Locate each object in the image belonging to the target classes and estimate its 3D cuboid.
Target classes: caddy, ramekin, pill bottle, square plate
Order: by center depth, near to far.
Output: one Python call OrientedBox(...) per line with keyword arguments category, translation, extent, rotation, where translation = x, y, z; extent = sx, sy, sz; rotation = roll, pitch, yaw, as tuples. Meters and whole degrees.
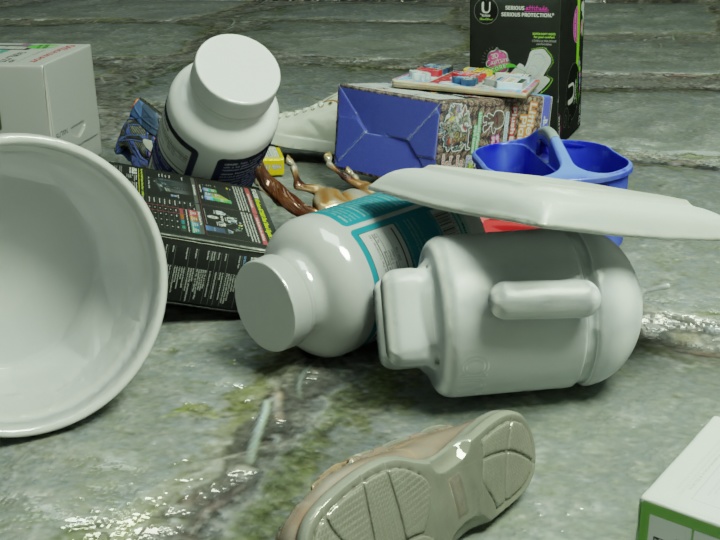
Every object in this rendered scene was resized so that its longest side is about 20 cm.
OrientedBox(category="ramekin", translation=(-0.242, 0.004, 0.760), extent=(0.199, 0.201, 0.105), rotation=(-12, 14, -26))
OrientedBox(category="square plate", translation=(0.138, -0.051, 0.800), extent=(0.197, 0.029, 0.200), rotation=(1, 10, -34))
OrientedBox(category="pill bottle", translation=(0.000, 0.000, 0.863), extent=(0.199, 0.111, 0.110), rotation=(-20, 27, -41))
OrientedBox(category="caddy", translation=(0.184, -0.087, 1.074), extent=(0.140, 0.106, 0.200), rotation=(-4, 17, -3))
OrientedBox(category="pill bottle", translation=(-0.144, -0.139, 1.095), extent=(0.110, 0.200, 0.112), rotation=(10, 59, -16))

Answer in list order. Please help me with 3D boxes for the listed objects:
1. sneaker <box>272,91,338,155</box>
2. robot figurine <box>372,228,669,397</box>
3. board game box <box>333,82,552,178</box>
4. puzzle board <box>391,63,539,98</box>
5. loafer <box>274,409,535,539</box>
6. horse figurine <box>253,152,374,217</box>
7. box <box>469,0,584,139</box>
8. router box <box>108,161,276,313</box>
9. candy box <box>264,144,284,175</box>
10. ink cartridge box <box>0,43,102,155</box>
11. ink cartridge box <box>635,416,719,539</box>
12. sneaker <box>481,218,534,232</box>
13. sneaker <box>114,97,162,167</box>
OrientedBox(category="sneaker", translation=(-0.049, -0.191, 1.380), extent=(0.199, 0.085, 0.073), rotation=(10, 17, 10))
OrientedBox(category="robot figurine", translation=(0.111, 0.028, 0.777), extent=(0.199, 0.114, 0.170), rotation=(-4, -4, -6))
OrientedBox(category="board game box", translation=(0.095, -0.159, 1.264), extent=(0.159, 0.097, 0.199), rotation=(18, 20, 42))
OrientedBox(category="puzzle board", translation=(0.129, -0.226, 1.298), extent=(0.150, 0.018, 0.200), rotation=(7, 16, 12))
OrientedBox(category="loafer", translation=(0.021, 0.127, 0.607), extent=(0.063, 0.072, 0.199), rotation=(-5, 7, 42))
OrientedBox(category="horse figurine", translation=(-0.021, -0.074, 1.122), extent=(0.199, 0.050, 0.132), rotation=(-9, 42, -46))
OrientedBox(category="box", translation=(0.221, -0.277, 1.455), extent=(0.124, 0.201, 0.149), rotation=(7, 23, 22))
OrientedBox(category="router box", translation=(-0.156, -0.032, 0.982), extent=(0.149, 0.062, 0.200), rotation=(9, 18, -15))
OrientedBox(category="candy box", translation=(-0.158, -0.156, 1.408), extent=(0.102, 0.027, 0.200), rotation=(-5, 21, -9))
OrientedBox(category="ink cartridge box", translation=(-0.445, -0.198, 1.366), extent=(0.199, 0.147, 0.147), rotation=(2, 21, 9))
OrientedBox(category="ink cartridge box", translation=(0.247, 0.143, 0.539), extent=(0.199, 0.060, 0.104), rotation=(14, 26, 35))
OrientedBox(category="sneaker", translation=(0.096, -0.018, 0.954), extent=(0.199, 0.079, 0.116), rotation=(2, 20, 12))
OrientedBox(category="sneaker", translation=(-0.220, -0.125, 1.281), extent=(0.200, 0.079, 0.075), rotation=(40, 3, 43))
